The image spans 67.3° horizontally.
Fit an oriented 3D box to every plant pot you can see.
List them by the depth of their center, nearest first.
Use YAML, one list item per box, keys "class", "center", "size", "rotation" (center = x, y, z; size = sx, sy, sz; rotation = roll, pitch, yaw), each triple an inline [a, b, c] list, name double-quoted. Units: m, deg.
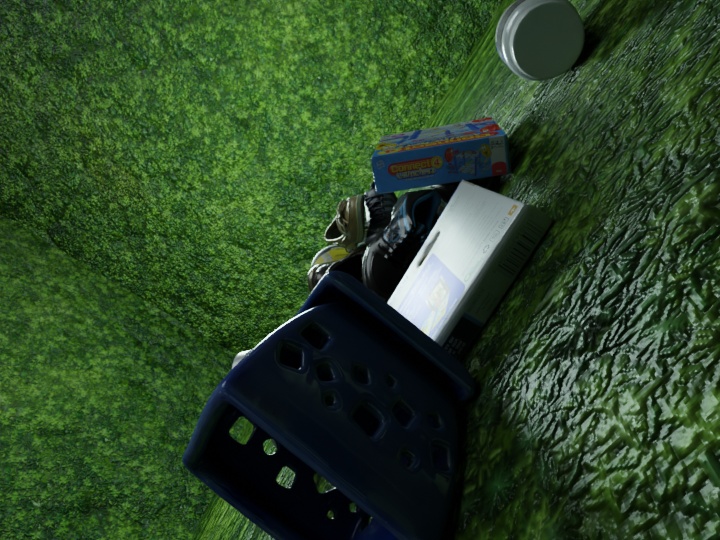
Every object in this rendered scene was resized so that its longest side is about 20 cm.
- class: "plant pot"
  center: [-0.022, 0.136, 0.497]
  size: [0.181, 0.199, 0.200]
  rotation: [-54, 2, -41]

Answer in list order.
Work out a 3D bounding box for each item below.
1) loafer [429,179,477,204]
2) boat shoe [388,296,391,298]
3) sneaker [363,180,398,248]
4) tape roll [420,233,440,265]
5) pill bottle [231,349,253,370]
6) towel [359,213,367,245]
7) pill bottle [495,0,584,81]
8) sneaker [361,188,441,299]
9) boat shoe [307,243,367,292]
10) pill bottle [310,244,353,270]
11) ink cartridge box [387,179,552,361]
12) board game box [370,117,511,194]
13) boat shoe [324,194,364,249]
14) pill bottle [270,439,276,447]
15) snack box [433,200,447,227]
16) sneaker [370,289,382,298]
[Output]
- class: "loafer"
  center: [0.160, -0.149, 0.903]
  size: [0.072, 0.073, 0.200]
  rotation: [-48, 12, 9]
- class: "boat shoe"
  center: [0.066, 0.010, 0.941]
  size: [0.202, 0.064, 0.071]
  rotation: [-57, -2, -7]
- class: "sneaker"
  center: [0.032, -0.105, 0.993]
  size: [0.073, 0.082, 0.201]
  rotation: [-24, 24, 17]
- class: "tape roll"
  center: [0.089, 0.031, 0.802]
  size: [0.205, 0.037, 0.203]
  rotation: [-59, 6, 11]
- class: "pill bottle"
  center: [-0.111, 0.164, 0.913]
  size: [0.197, 0.114, 0.113]
  rotation: [-12, 27, 20]
- class: "towel"
  center: [0.055, -0.102, 1.187]
  size: [0.168, 0.049, 0.200]
  rotation: [-20, -4, 6]
- class: "pill bottle"
  center: [0.263, -0.346, 0.804]
  size: [0.115, 0.113, 0.201]
  rotation: [-56, 6, 27]
- class: "sneaker"
  center: [0.065, -0.048, 0.873]
  size: [0.082, 0.073, 0.203]
  rotation: [-9, 54, 64]
- class: "boat shoe"
  center: [0.000, 0.000, 0.983]
  size: [0.198, 0.076, 0.073]
  rotation: [-26, 14, -31]
- class: "pill bottle"
  center: [-0.028, 0.048, 1.083]
  size: [0.113, 0.111, 0.201]
  rotation: [-56, 36, 27]
- class: "ink cartridge box"
  center: [0.111, -0.001, 0.629]
  size: [0.200, 0.043, 0.200]
  rotation: [-59, 15, 10]
- class: "board game box"
  center: [0.124, -0.186, 0.858]
  size: [0.196, 0.196, 0.057]
  rotation: [-74, -25, -67]
- class: "boat shoe"
  center: [-0.029, -0.086, 0.993]
  size: [0.201, 0.062, 0.075]
  rotation: [130, 141, -78]
- class: "pill bottle"
  center: [-0.111, 0.255, 1.026]
  size: [0.115, 0.113, 0.200]
  rotation: [-58, 7, 12]
- class: "snack box"
  center: [0.110, -0.059, 1.068]
  size: [0.201, 0.037, 0.117]
  rotation: [-57, 6, 31]
- class: "sneaker"
  center: [-0.019, 0.091, 0.736]
  size: [0.202, 0.113, 0.077]
  rotation: [-109, 28, -53]
